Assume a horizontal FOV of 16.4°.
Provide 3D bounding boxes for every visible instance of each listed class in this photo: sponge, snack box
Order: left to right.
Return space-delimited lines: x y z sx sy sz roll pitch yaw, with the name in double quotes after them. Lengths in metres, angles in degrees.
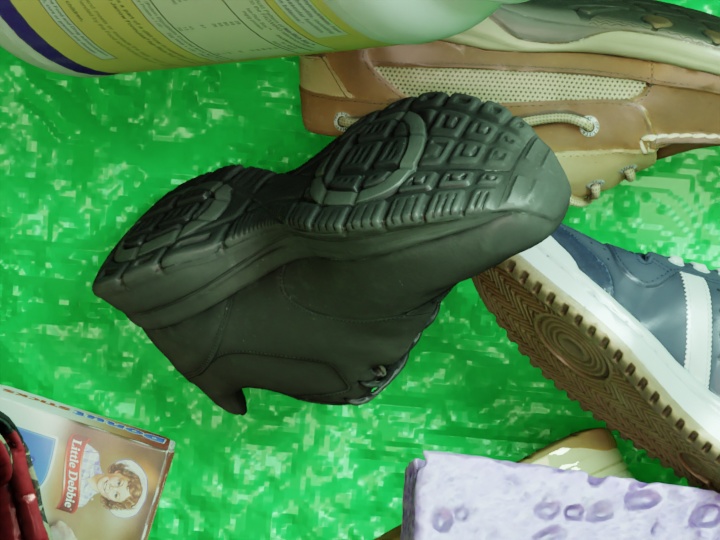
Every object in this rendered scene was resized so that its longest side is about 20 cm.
-0.132 0.148 0.941 0.072 0.024 0.200 18 99 2 "snack box"
0.064 0.166 0.836 0.111 0.030 0.200 7 72 -11 "sponge"

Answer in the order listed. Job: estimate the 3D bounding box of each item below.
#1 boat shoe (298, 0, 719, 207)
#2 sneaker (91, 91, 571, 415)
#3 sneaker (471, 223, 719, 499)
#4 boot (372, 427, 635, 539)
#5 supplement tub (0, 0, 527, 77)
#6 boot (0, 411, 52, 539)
0.072 -0.061 0.883 0.200 0.076 0.074 12 104 9 "boat shoe"
0.000 0.000 0.863 0.200 0.076 0.091 -13 120 45 "sneaker"
0.140 0.020 0.878 0.200 0.070 0.109 38 73 4 "sneaker"
0.039 0.168 0.899 0.200 0.073 0.156 -30 82 0 "boot"
-0.028 -0.140 0.793 0.200 0.145 0.146 -2 99 34 "supplement tub"
-0.203 0.052 0.893 0.154 0.073 0.204 -11 104 17 "boot"
